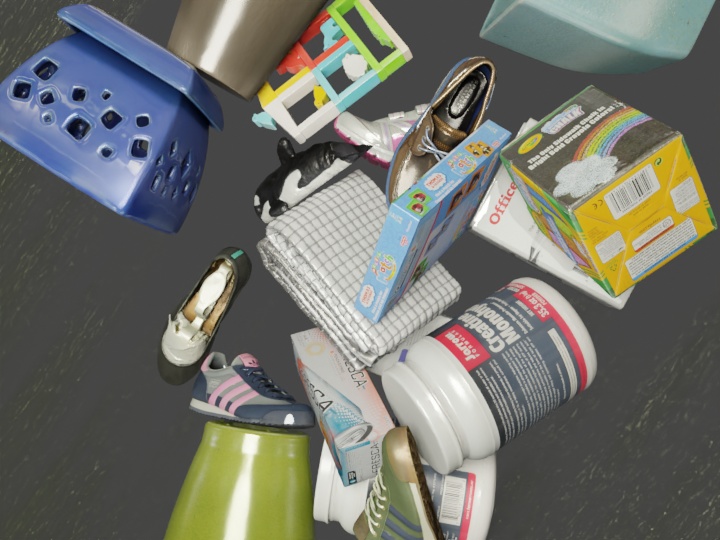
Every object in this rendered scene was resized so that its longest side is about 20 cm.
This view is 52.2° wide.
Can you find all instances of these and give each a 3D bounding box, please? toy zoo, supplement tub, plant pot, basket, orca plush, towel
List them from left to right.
[{"bbox_3d":[-0.278,-0.175,0.858,0.199,0.200,0.181,30,88,3],"label":"plant pot"},{"bbox_3d":[-0.135,0.283,0.876,0.198,0.200,0.195,8,82,4],"label":"plant pot"},{"bbox_3d":[-0.129,-0.313,0.856,0.179,0.136,0.201,27,94,-26],"label":"basket"},{"bbox_3d":[-0.077,-0.121,0.855,0.105,0.200,0.071,-43,101,-27],"label":"orca plush"},{"bbox_3d":[-0.051,-0.242,0.891,0.199,0.020,0.132,-36,63,6],"label":"toy zoo"},{"bbox_3d":[0.000,0.000,0.850,0.200,0.165,0.086,49,140,8],"label":"towel"},{"bbox_3d":[0.053,0.250,0.873,0.198,0.140,0.142,9,93,4],"label":"supplement tub"},{"bbox_3d":[0.138,0.112,0.794,0.199,0.140,0.141,-30,90,-15],"label":"supplement tub"},{"bbox_3d":[0.279,-0.322,0.811,0.199,0.196,0.197,25,94,-7],"label":"plant pot"}]

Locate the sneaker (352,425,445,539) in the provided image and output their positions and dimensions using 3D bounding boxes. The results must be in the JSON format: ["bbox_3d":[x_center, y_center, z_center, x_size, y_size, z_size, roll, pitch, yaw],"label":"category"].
[{"bbox_3d":[0.032,0.258,0.764,0.089,0.067,0.202,-13,114,8],"label":"sneaker"}]

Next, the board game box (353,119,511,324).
[{"bbox_3d":[0.077,-0.053,0.772,0.036,0.200,0.152,35,137,15],"label":"board game box"}]

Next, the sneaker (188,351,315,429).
[{"bbox_3d":[-0.131,0.142,0.882,0.199,0.070,0.083,3,77,37],"label":"sneaker"}]

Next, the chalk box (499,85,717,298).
[{"bbox_3d":[0.236,-0.092,0.751,0.124,0.200,0.124,-35,122,5],"label":"chalk box"}]

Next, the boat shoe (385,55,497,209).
[{"bbox_3d":[0.087,-0.148,0.813,0.072,0.072,0.201,25,94,-5],"label":"boat shoe"}]

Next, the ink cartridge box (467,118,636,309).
[{"bbox_3d":[0.246,-0.067,0.871,0.199,0.084,0.147,29,93,3],"label":"ink cartridge box"}]

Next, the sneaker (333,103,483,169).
[{"bbox_3d":[0.067,-0.161,0.889,0.198,0.081,0.089,17,93,-5],"label":"sneaker"}]

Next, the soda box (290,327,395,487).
[{"bbox_3d":[-0.021,0.145,0.842,0.068,0.200,0.064,-15,126,-13],"label":"soda box"}]

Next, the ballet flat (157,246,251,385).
[{"bbox_3d":[-0.206,0.058,0.921,0.068,0.068,0.201,29,95,2],"label":"ballet flat"}]

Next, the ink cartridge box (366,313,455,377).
[{"bbox_3d":[0.109,0.110,0.913,0.198,0.039,0.100,21,94,2],"label":"ink cartridge box"}]
